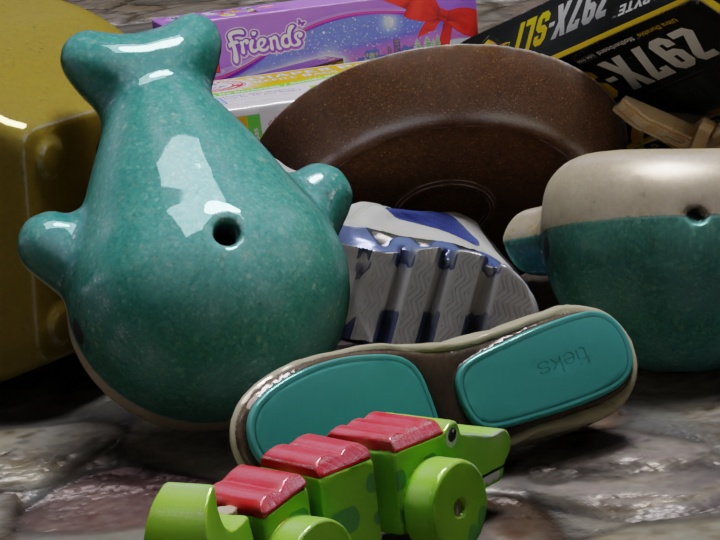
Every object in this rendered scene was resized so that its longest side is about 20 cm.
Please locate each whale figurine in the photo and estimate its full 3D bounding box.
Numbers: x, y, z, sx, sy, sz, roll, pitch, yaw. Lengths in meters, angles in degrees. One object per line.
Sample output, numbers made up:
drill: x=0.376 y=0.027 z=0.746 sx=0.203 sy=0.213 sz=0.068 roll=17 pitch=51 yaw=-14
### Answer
whale figurine: x=-0.077 y=-0.031 z=1.266 sx=0.158 sy=0.201 sz=0.104 roll=-9 pitch=-19 yaw=-15
whale figurine: x=0.148 y=0.002 z=1.347 sx=0.158 sy=0.105 sz=0.200 roll=-1 pitch=-8 yaw=-3

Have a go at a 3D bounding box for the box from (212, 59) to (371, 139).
box: x=-0.014 y=-0.062 z=1.626 sx=0.199 sy=0.102 sz=0.112 roll=-9 pitch=14 yaw=-15

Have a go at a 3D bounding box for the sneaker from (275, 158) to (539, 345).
sneaker: x=0.001 y=0.000 z=1.379 sx=0.198 sy=0.081 sz=0.115 roll=21 pitch=8 yaw=10

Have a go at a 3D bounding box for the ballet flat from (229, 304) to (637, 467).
ballet flat: x=0.026 y=0.062 z=1.194 sx=0.199 sy=0.070 sz=0.069 roll=-10 pitch=14 yaw=-27

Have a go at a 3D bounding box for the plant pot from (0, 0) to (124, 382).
plant pot: x=-0.197 y=-0.037 z=1.407 sx=0.199 sy=0.197 sz=0.194 roll=8 pitch=19 yaw=36

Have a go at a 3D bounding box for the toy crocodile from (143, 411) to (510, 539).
toy crocodile: x=-0.012 y=0.088 z=1.073 sx=0.067 sy=0.062 sz=0.199 roll=6 pitch=17 yaw=40

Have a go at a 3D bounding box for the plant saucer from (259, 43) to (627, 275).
plant saucer: x=0.042 y=-0.042 z=1.443 sx=0.199 sy=0.201 sz=0.035 roll=-6 pitch=56 yaw=-4

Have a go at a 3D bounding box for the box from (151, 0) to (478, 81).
box: x=-0.022 y=-0.097 z=1.702 sx=0.199 sy=0.138 sz=0.039 roll=-8 pitch=14 yaw=-15

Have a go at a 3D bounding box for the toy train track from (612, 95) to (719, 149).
toy train track: x=0.185 y=-0.058 z=1.367 sx=0.114 sy=0.033 sz=0.200 roll=23 pitch=-15 yaw=-6

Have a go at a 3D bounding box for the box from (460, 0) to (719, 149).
box: x=0.165 y=-0.091 z=1.451 sx=0.159 sy=0.050 sz=0.200 roll=32 pitch=-31 yaw=-28
